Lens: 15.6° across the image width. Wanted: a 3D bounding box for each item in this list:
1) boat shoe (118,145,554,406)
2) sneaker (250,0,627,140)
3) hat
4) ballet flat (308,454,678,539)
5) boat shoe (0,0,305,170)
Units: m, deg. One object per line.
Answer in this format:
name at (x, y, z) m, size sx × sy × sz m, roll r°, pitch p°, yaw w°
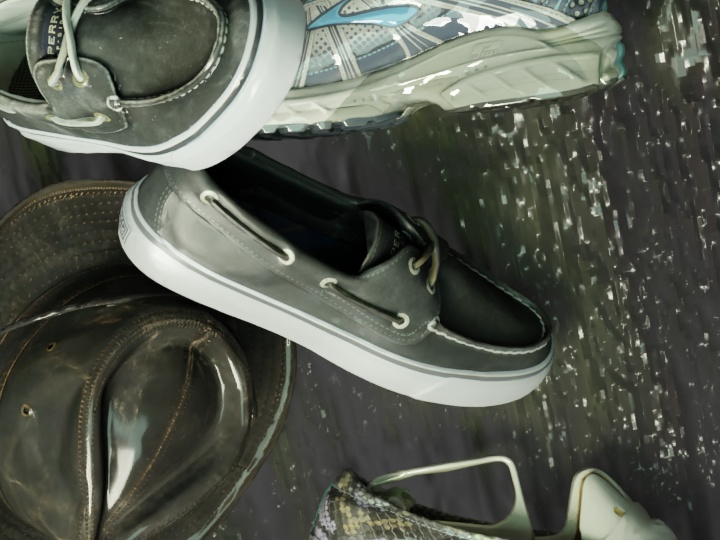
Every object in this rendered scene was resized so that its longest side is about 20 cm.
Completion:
boat shoe at (0.000, 0.000, 1.076) m, size 0.200 × 0.069 × 0.057 m, roll 20°, pitch 133°, yaw -22°
sneaker at (0.006, -0.101, 1.070) m, size 0.200 × 0.078 × 0.086 m, roll -7°, pitch 89°, yaw 10°
hat at (-0.097, 0.066, 1.086) m, size 0.200 × 0.081 × 0.201 m, roll -12°, pitch 115°, yaw -27°
ballet flat at (0.077, 0.116, 1.145) m, size 0.200 × 0.072 × 0.072 m, roll 6°, pitch 112°, yaw 2°
boat shoe at (-0.100, -0.079, 1.021) m, size 0.071 × 0.200 × 0.072 m, roll 20°, pitch 74°, yaw -35°
